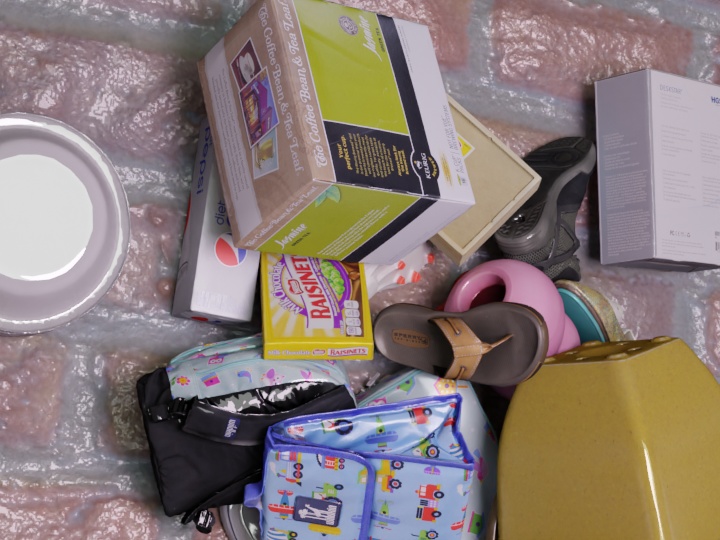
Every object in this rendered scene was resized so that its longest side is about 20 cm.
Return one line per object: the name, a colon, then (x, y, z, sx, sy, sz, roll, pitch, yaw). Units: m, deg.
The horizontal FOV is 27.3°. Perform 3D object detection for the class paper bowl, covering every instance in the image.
paper bowl: (-0.307, -0.043, 1.349, 0.199, 0.104, 0.203, 2, 84, -21)

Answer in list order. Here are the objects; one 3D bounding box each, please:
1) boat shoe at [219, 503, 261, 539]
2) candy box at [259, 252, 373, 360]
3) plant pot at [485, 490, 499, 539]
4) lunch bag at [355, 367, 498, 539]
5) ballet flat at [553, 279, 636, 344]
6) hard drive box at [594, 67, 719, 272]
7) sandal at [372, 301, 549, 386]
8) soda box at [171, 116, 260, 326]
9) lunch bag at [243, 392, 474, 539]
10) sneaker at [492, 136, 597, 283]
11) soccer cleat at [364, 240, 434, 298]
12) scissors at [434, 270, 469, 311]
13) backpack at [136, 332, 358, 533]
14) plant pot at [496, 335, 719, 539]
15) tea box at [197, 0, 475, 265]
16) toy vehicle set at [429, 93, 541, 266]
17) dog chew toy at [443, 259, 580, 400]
boat shoe: (-0.055, 0.281, 1.432, 0.200, 0.065, 0.074, 48, 70, -11)
candy box: (-0.046, 0.008, 1.413, 0.101, 0.027, 0.201, -2, 42, -5)
plant pot: (0.183, 0.268, 1.490, 0.199, 0.027, 0.202, -1, 92, -49)
lunch bag: (0.058, 0.196, 1.483, 0.159, 0.077, 0.201, -27, 94, -21)
ballet flat: (0.260, 0.072, 1.567, 0.071, 0.070, 0.201, -42, 120, -21)
hard drive box: (0.333, -0.104, 1.606, 0.155, 0.076, 0.202, 6, 82, -41)
sandal: (0.087, 0.068, 1.406, 0.054, 0.198, 0.083, -18, 110, -53)
soda box: (-0.131, -0.050, 1.439, 0.063, 0.068, 0.202, 11, 80, -21)
lunch bag: (-0.007, 0.196, 1.349, 0.198, 0.152, 0.095, 0, 40, -7)
sneaker: (0.203, -0.054, 1.578, 0.200, 0.076, 0.115, -60, 143, -41)
soccer cleat: (0.000, 0.000, 1.491, 0.200, 0.077, 0.070, -40, 136, -34)
scissors: (0.066, 0.065, 1.534, 0.199, 0.014, 0.074, -27, 96, -24)
backpack: (-0.101, 0.134, 1.381, 0.198, 0.127, 0.168, -14, 132, -11)
plant pot: (0.245, 0.171, 1.408, 0.193, 0.194, 0.202, -13, 94, -47)
tea box: (-0.024, -0.128, 1.376, 0.195, 0.133, 0.202, 8, 59, -39)
toy vehicle set: (0.070, -0.114, 1.509, 0.200, 0.027, 0.124, 43, 69, 13)
dog chew toy: (0.167, 0.077, 1.506, 0.200, 0.124, 0.125, 46, 67, -43)
